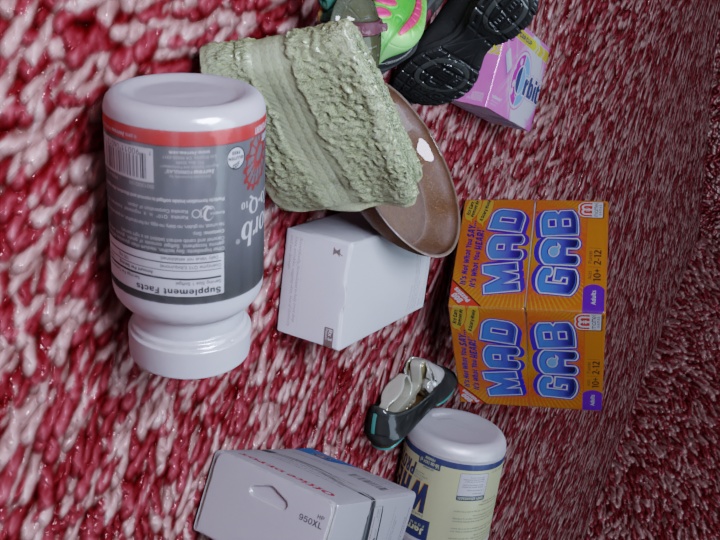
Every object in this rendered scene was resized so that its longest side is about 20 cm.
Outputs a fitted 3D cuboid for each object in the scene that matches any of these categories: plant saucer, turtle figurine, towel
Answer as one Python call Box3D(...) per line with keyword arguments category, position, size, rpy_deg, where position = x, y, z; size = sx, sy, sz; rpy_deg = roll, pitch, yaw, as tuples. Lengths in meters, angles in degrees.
Box3D(category="plant saucer", position=(0.033, -0.100, 0.983), size=(0.200, 0.036, 0.203), rpy_deg=(36, 40, -37))
Box3D(category="turtle figurine", position=(-0.024, -0.213, 0.839), size=(0.149, 0.099, 0.204), rpy_deg=(-27, 122, -56))
Box3D(category="towel", position=(-0.036, -0.116, 0.792), size=(0.201, 0.146, 0.037), rpy_deg=(63, 28, -48))

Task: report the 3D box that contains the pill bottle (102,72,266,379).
Box3D(category="pill bottle", position=(-0.127, -0.033, 0.703), size=(0.116, 0.114, 0.204), rpy_deg=(-33, 133, -53))

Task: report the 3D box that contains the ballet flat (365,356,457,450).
Box3D(category="ballet flat", position=(0.073, 0.160, 1.264), size=(0.200, 0.067, 0.070), rpy_deg=(-38, 128, -51))

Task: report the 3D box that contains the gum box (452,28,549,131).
Box3D(category="gum box", position=(0.181, -0.256, 1.245), size=(0.199, 0.065, 0.116), rpy_deg=(4, 102, -64))

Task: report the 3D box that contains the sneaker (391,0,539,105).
Box3D(category="sneaker", position=(0.108, -0.254, 1.017), size=(0.075, 0.199, 0.092), rpy_deg=(30, 40, -30))

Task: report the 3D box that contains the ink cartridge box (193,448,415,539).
Box3D(category="ink cartridge box", position=(-0.051, 0.242, 0.971), size=(0.199, 0.143, 0.086), rpy_deg=(21, 86, -63))

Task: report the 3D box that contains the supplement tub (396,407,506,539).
Box3D(category="supplement tub", position=(0.120, 0.312, 1.350), size=(0.144, 0.143, 0.204), rpy_deg=(-15, 118, -60))

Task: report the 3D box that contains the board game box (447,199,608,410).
Box3D(category="board game box", position=(0.236, 0.045, 1.316), size=(0.202, 0.196, 0.202), rpy_deg=(78, 20, -45))

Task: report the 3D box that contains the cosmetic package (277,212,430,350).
Box3D(category="cosmetic package", position=(0.000, 0.000, 1.015), size=(0.199, 0.080, 0.115), rpy_deg=(-17, 119, -59))

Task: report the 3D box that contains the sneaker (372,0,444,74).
Box3D(category="sneaker", position=(0.042, -0.270, 0.979), size=(0.084, 0.076, 0.201), rpy_deg=(-51, -175, 46))
